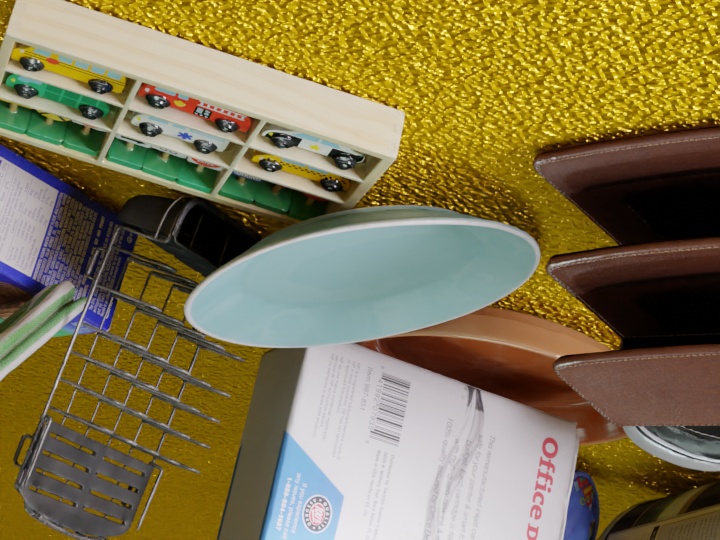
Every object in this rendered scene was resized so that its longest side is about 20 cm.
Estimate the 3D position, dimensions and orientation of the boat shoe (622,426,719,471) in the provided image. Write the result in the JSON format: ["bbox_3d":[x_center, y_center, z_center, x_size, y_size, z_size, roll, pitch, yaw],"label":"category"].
[{"bbox_3d":[0.253,0.083,1.150,0.199,0.074,0.068,10,163,7],"label":"boat shoe"}]

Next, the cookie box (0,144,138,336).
[{"bbox_3d":[-0.264,-0.028,1.161,0.171,0.075,0.200,-7,151,42],"label":"cookie box"}]

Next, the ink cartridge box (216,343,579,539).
[{"bbox_3d":[0.025,0.141,1.244,0.199,0.146,0.084,21,159,-20],"label":"ink cartridge box"}]

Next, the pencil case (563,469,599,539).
[{"bbox_3d":[0.087,0.190,1.501,0.200,0.078,0.087,-1,116,38],"label":"pencil case"}]

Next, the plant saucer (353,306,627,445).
[{"bbox_3d":[0.086,0.065,1.261,0.200,0.032,0.200,12,159,5],"label":"plant saucer"}]

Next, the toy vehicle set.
[{"bbox_3d":[-0.090,-0.077,1.004,0.199,0.027,0.124,17,159,-11],"label":"toy vehicle set"}]

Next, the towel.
[{"bbox_3d":[-0.256,0.082,1.115,0.200,0.153,0.023,-30,101,39],"label":"towel"}]

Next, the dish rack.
[{"bbox_3d":[-0.121,0.063,1.134,0.054,0.201,0.153,17,170,27],"label":"dish rack"}]

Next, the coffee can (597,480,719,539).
[{"bbox_3d":[0.270,0.219,1.386,0.146,0.147,0.200,20,158,-18],"label":"coffee can"}]

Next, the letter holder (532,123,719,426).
[{"bbox_3d":[0.186,0.003,0.953,0.199,0.101,0.142,-4,152,37],"label":"letter holder"}]

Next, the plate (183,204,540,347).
[{"bbox_3d":[0.000,0.000,1.089,0.199,0.026,0.200,-8,161,-3],"label":"plate"}]
